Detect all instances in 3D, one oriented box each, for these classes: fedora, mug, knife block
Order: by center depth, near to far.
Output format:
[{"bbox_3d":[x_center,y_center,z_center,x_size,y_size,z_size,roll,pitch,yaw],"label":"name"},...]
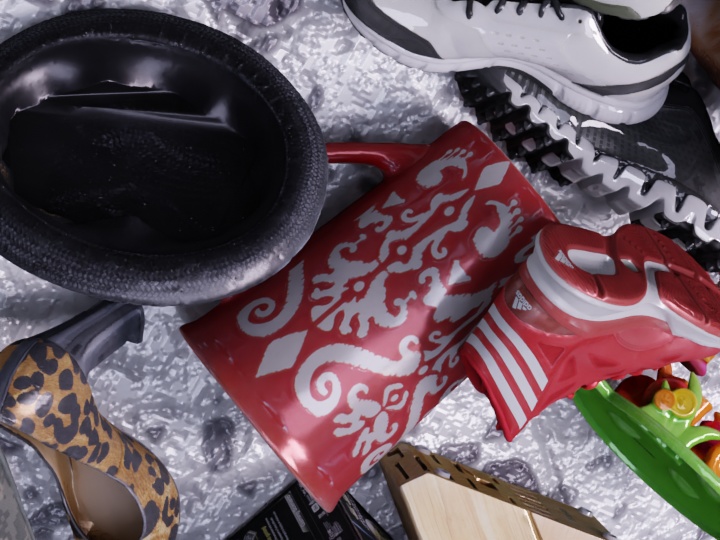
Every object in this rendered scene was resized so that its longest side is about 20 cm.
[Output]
[{"bbox_3d":[-0.119,-0.043,1.255,0.199,0.202,0.092,-10,151,-15],"label":"fedora"},{"bbox_3d":[0.005,0.006,1.322,0.200,0.133,0.178,-39,123,-2],"label":"mug"},{"bbox_3d":[0.076,0.219,1.453,0.199,0.064,0.176,22,96,-17],"label":"knife block"}]

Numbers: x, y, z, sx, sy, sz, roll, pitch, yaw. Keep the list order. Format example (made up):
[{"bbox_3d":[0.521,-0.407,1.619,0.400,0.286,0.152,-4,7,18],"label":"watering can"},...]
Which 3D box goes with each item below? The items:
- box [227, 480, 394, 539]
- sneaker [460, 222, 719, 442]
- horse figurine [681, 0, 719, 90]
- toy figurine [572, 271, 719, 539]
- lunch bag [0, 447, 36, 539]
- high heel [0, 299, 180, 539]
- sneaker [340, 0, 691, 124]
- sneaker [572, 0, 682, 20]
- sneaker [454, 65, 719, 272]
[{"bbox_3d":[-0.033,0.234,1.373,0.164,0.200,0.086,-41,121,2],"label":"box"},{"bbox_3d":[0.123,0.037,1.316,0.116,0.079,0.199,-46,145,23],"label":"sneaker"},{"bbox_3d":[0.182,-0.175,1.342,0.199,0.050,0.133,15,105,-31],"label":"horse figurine"},{"bbox_3d":[0.222,0.036,1.435,0.200,0.150,0.184,43,81,-6],"label":"toy figurine"},{"bbox_3d":[-0.268,0.173,1.287,0.139,0.167,0.201,-49,134,-42],"label":"lunch bag"},{"bbox_3d":[-0.161,0.124,1.309,0.071,0.142,0.201,5,109,24],"label":"high heel"},{"bbox_3d":[0.087,-0.142,1.284,0.199,0.080,0.074,13,66,-13],"label":"sneaker"},{"bbox_3d":[0.082,-0.203,1.237,0.199,0.077,0.089,16,144,8],"label":"sneaker"},{"bbox_3d":[0.145,-0.085,1.367,0.199,0.066,0.091,33,74,-14],"label":"sneaker"}]
